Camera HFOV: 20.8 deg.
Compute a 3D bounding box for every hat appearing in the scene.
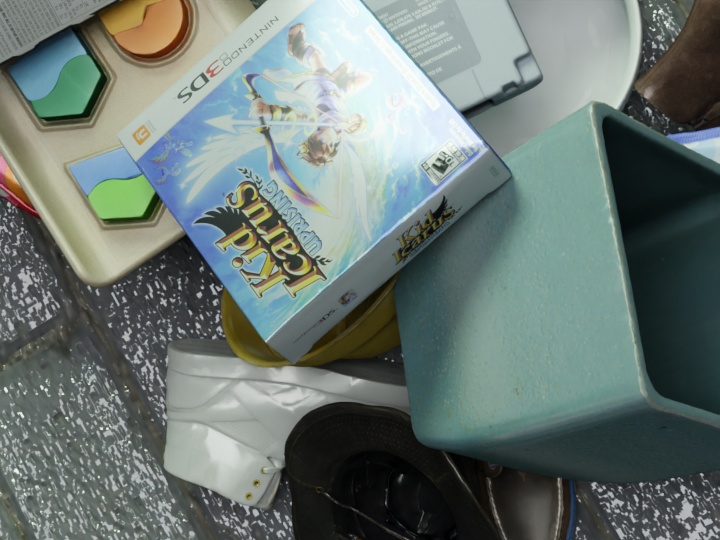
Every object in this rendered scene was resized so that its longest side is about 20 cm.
[{"bbox_3d":[0.040,0.161,1.366,0.201,0.201,0.081,39,47,13],"label":"hat"}]

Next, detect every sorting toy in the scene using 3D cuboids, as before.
[{"bbox_3d":[-0.149,-0.115,1.330,0.200,0.036,0.185,-33,82,1],"label":"sorting toy"}]

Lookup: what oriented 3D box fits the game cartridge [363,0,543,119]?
[{"bbox_3d":[0.010,-0.148,1.352,0.200,0.040,0.134,-24,83,7],"label":"game cartridge"}]

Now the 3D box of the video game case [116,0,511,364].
[{"bbox_3d":[-0.034,-0.074,1.236,0.181,0.045,0.200,-42,58,5],"label":"video game case"}]

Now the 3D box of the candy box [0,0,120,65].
[{"bbox_3d":[-0.204,-0.235,1.321,0.200,0.061,0.136,-29,54,-6],"label":"candy box"}]

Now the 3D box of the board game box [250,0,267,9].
[{"bbox_3d":[-0.016,-0.215,1.399,0.200,0.028,0.136,17,85,12],"label":"board game box"}]

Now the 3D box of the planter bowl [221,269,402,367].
[{"bbox_3d":[0.000,0.000,1.397,0.200,0.083,0.201,-30,41,29],"label":"planter bowl"}]

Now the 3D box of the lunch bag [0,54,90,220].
[{"bbox_3d":[-0.233,-0.145,1.400,0.200,0.082,0.176,35,89,8],"label":"lunch bag"}]

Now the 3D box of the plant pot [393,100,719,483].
[{"bbox_3d":[0.135,0.037,1.256,0.200,0.196,0.196,-23,63,34],"label":"plant pot"}]

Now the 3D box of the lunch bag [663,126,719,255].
[{"bbox_3d":[0.306,-0.019,1.351,0.200,0.124,0.170,-5,81,1],"label":"lunch bag"}]

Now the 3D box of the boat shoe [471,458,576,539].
[{"bbox_3d":[0.106,0.114,1.385,0.072,0.072,0.200,-11,78,9],"label":"boat shoe"}]

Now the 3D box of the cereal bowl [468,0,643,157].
[{"bbox_3d":[0.107,-0.161,1.426,0.200,0.083,0.201,-2,80,9],"label":"cereal bowl"}]

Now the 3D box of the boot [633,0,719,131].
[{"bbox_3d":[0.306,-0.160,1.388,0.166,0.200,0.072,-54,37,24],"label":"boot"}]

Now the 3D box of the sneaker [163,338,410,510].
[{"bbox_3d":[-0.044,0.117,1.420,0.200,0.074,0.116,6,100,2],"label":"sneaker"}]
